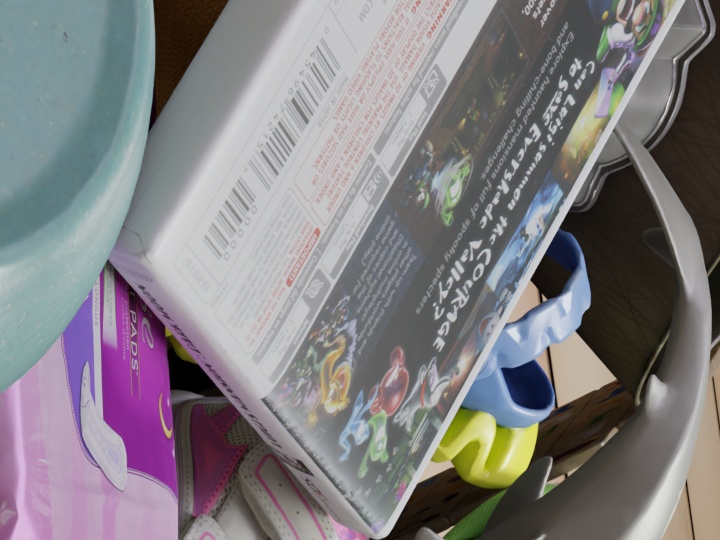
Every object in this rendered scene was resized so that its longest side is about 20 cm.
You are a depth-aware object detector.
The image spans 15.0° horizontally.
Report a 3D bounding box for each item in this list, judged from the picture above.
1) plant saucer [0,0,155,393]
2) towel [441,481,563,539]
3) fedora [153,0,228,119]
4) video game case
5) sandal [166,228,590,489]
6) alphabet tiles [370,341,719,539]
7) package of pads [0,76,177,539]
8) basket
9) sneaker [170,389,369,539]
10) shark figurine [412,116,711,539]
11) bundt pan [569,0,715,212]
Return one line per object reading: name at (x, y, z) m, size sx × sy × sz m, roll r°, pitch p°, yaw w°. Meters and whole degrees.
plant saucer at (-0.107, -0.066, 0.564) m, size 0.199 × 0.036 × 0.201 m, roll 18°, pitch 66°, yaw -46°
towel at (0.033, 0.126, 1.024) m, size 0.031 × 0.149 × 0.200 m, roll 46°, pitch 8°, yaw 15°
fedora at (-0.013, -0.074, 0.779) m, size 0.201 × 0.082 × 0.201 m, roll -42°, pitch 144°, yaw -42°
video game case at (0.018, -0.048, 0.736) m, size 0.201 × 0.023 × 0.182 m, roll -60°, pitch 150°, yaw -15°
sandal at (0.000, 0.000, 0.896) m, size 0.199 × 0.087 × 0.080 m, roll 21°, pitch 29°, yaw -38°
alphabet tiles at (0.069, 0.073, 1.112) m, size 0.006 × 0.166 × 0.200 m, roll 63°, pitch 15°, yaw -1°
package of pads at (-0.095, -0.008, 0.672) m, size 0.120 × 0.075 × 0.201 m, roll 32°, pitch 52°, yaw -70°
basket at (0.085, -0.082, 1.033) m, size 0.200 × 0.181 × 0.136 m, roll 40°, pitch 6°, yaw 15°
sneaker at (-0.045, 0.086, 0.794) m, size 0.200 × 0.088 × 0.082 m, roll -70°, pitch 150°, yaw -62°
shark figurine at (0.051, 0.070, 0.832) m, size 0.089 × 0.215 × 0.128 m, roll 25°, pitch 16°, yaw -44°
bundt pan at (0.018, -0.106, 0.948) m, size 0.076 × 0.201 × 0.203 m, roll -12°, pitch 95°, yaw -64°
